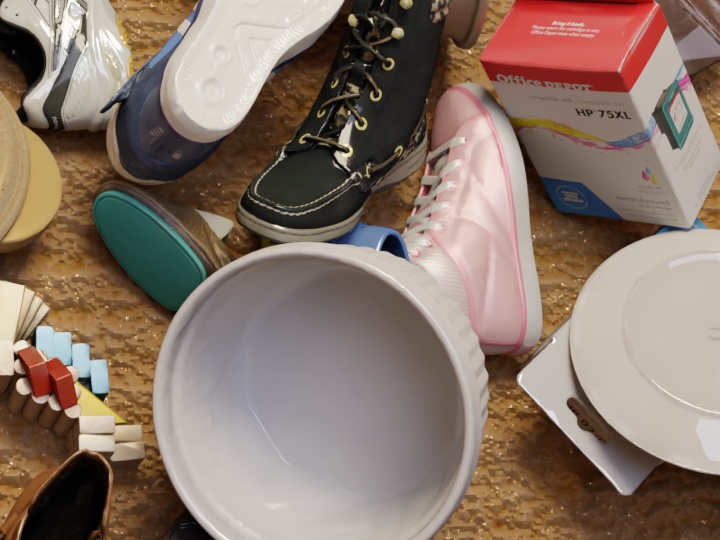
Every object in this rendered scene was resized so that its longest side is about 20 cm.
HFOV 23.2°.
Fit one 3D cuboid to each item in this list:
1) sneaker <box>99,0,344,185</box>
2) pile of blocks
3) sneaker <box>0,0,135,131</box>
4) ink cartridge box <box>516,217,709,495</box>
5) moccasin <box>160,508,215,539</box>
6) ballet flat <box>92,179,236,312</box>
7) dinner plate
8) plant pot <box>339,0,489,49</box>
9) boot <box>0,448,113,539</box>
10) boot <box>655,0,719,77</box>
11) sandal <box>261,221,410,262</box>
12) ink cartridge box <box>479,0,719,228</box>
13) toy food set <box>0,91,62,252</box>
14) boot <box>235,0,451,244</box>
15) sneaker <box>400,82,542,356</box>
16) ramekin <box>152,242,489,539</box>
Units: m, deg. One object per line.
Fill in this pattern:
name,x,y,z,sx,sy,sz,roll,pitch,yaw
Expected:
sneaker,-0.095,-0.140,1.148,0.081,0.146,0.200,40,59,-15
pile of blocks,-0.209,0.049,1.106,0.200,0.062,0.082,35,63,-5
sneaker,-0.214,-0.189,1.184,0.087,0.076,0.201,-10,74,-22
ink cartridge box,0.196,0.064,1.239,0.115,0.068,0.200,47,63,4
moccasin,-0.101,0.209,1.080,0.073,0.078,0.202,22,45,7
ballet flat,-0.091,0.007,1.167,0.200,0.068,0.072,44,43,0
dinner plate,0.240,0.046,1.176,0.199,0.024,0.201,0,55,0
plant pot,-0.011,-0.259,1.232,0.183,0.201,0.201,0,70,-7
boot,-0.191,0.202,1.003,0.076,0.155,0.201,28,64,-8
boot,0.235,-0.258,1.373,0.200,0.064,0.186,42,76,3
sandal,0.000,0.000,1.163,0.079,0.087,0.200,1,50,-47
ink cartridge box,0.162,-0.123,1.214,0.067,0.116,0.200,-58,136,-26
toy food set,-0.304,-0.069,1.107,0.200,0.049,0.198,-34,73,-29
boot,-0.007,-0.114,1.120,0.073,0.154,0.203,24,32,20
sneaker,0.058,-0.036,1.223,0.104,0.075,0.201,-3,76,-26
ramekin,-0.015,0.078,1.063,0.200,0.200,0.105,52,19,4
